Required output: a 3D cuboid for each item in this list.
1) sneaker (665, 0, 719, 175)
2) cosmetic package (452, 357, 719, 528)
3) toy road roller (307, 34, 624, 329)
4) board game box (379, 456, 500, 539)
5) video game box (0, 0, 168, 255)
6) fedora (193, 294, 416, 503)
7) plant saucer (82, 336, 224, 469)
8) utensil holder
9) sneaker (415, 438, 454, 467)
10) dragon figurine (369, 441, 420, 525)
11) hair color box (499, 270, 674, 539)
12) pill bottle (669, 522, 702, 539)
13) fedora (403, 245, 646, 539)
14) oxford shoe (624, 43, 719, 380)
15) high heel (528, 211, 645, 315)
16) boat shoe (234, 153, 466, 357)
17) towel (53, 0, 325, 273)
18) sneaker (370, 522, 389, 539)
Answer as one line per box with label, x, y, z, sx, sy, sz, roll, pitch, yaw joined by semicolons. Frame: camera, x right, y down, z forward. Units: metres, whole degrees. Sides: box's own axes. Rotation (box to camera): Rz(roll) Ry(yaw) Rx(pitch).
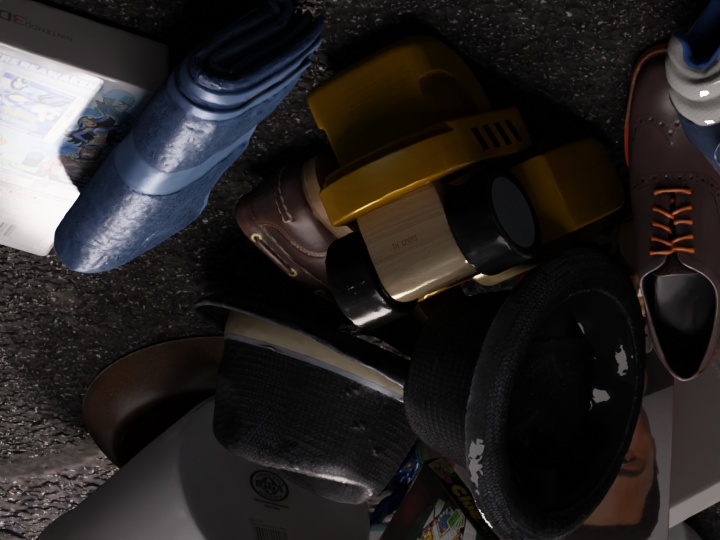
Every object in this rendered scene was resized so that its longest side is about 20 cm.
sneaker;0.269;-0.127;1.486;0.199;0.081;0.147;-27;126;11
cosmetic package;0.170;0.124;1.743;0.199;0.107;0.090;-29;164;-13
toy road roller;0.052;-0.062;1.567;0.123;0.147;0.200;-24;176;30
board game box;0.038;0.227;1.750;0.023;0.105;0.200;-13;144;-41
video game box;-0.239;-0.096;1.552;0.199;0.047;0.182;17;144;-24
fedora;-0.031;0.089;1.691;0.200;0.092;0.201;23;171;4
plant saucer;-0.096;0.113;1.870;0.199;0.032;0.201;-1;145;-1
utensil holder;-0.112;0.195;1.820;0.169;0.171;0.200;21;137;-28
sneaker;0.109;0.157;1.848;0.199;0.072;0.080;28;158;-26
dragon figurine;0.035;0.162;1.915;0.099;0.059;0.200;11;147;-15
hair color box;0.145;0.088;1.677;0.101;0.201;0.061;6;159;-5
pill bottle;0.220;0.250;2.003;0.109;0.110;0.200;-10;144;13
fedora;0.089;0.067;1.568;0.091;0.201;0.201;15;155;31
oxford shoe;0.192;-0.032;1.560;0.071;0.073;0.201;-5;110;15
high heel;0.205;-0.040;1.618;0.199;0.072;0.143;-6;146;-8
boat shoe;0.000;0.000;1.674;0.070;0.071;0.200;-27;129;23
towel;-0.100;-0.073;1.534;0.049;0.112;0.200;48;137;4
sneaker;0.011;0.249;1.871;0.079;0.131;0.200;29;150;-35
